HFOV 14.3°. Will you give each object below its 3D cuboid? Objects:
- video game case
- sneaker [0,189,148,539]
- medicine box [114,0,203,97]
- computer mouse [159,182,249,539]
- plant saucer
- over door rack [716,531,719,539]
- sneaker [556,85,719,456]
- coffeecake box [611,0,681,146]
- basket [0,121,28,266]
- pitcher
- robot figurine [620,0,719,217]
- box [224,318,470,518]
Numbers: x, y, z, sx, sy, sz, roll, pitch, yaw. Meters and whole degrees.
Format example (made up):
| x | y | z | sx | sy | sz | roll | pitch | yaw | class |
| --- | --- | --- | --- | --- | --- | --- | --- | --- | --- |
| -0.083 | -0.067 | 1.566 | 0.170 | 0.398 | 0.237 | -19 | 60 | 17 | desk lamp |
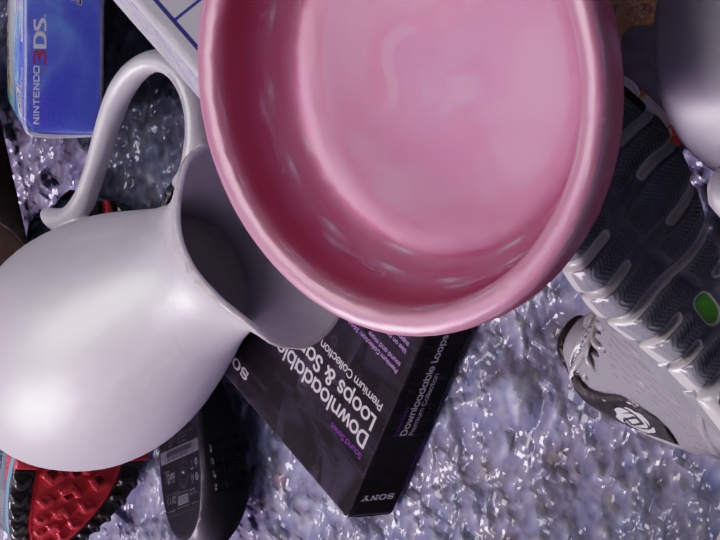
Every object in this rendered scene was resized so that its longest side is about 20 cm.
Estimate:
| x | y | z | sx | sy | sz | roll | pitch | yaw | class |
| --- | --- | --- | --- | --- | --- | --- | --- | --- | --- |
| -0.163 | -0.179 | 1.513 | 0.181 | 0.045 | 0.201 | -134 | 45 | -78 | video game case |
| -0.163 | 0.056 | 1.585 | 0.095 | 0.079 | 0.201 | 19 | 97 | 58 | sneaker |
| -0.022 | -0.159 | 1.304 | 0.182 | 0.103 | 0.200 | -39 | 53 | -3 | medicine box |
| -0.083 | 0.050 | 1.514 | 0.059 | 0.034 | 0.201 | -22 | 69 | 61 | computer mouse |
| 0.025 | -0.077 | 1.124 | 0.200 | 0.051 | 0.202 | 9 | 105 | 37 | plant saucer |
| 0.223 | 0.070 | 1.053 | 0.200 | 0.066 | 0.148 | -54 | 14 | 15 | over door rack |
| 0.103 | 0.007 | 1.202 | 0.200 | 0.075 | 0.115 | 54 | 153 | -13 | sneaker |
| 0.094 | -0.147 | 1.192 | 0.073 | 0.153 | 0.201 | 42 | 122 | 38 | coffeecake box |
| -0.259 | -0.049 | 1.576 | 0.136 | 0.180 | 0.200 | -60 | 39 | 27 | basket |
| -0.120 | 0.000 | 1.433 | 0.200 | 0.121 | 0.172 | -32 | 71 | 40 | pitcher |
| 0.194 | -0.089 | 1.107 | 0.200 | 0.113 | 0.170 | 6 | 67 | 51 | robot figurine |
| 0.000 | 0.000 | 1.403 | 0.143 | 0.036 | 0.201 | 46 | 127 | 39 | box |
